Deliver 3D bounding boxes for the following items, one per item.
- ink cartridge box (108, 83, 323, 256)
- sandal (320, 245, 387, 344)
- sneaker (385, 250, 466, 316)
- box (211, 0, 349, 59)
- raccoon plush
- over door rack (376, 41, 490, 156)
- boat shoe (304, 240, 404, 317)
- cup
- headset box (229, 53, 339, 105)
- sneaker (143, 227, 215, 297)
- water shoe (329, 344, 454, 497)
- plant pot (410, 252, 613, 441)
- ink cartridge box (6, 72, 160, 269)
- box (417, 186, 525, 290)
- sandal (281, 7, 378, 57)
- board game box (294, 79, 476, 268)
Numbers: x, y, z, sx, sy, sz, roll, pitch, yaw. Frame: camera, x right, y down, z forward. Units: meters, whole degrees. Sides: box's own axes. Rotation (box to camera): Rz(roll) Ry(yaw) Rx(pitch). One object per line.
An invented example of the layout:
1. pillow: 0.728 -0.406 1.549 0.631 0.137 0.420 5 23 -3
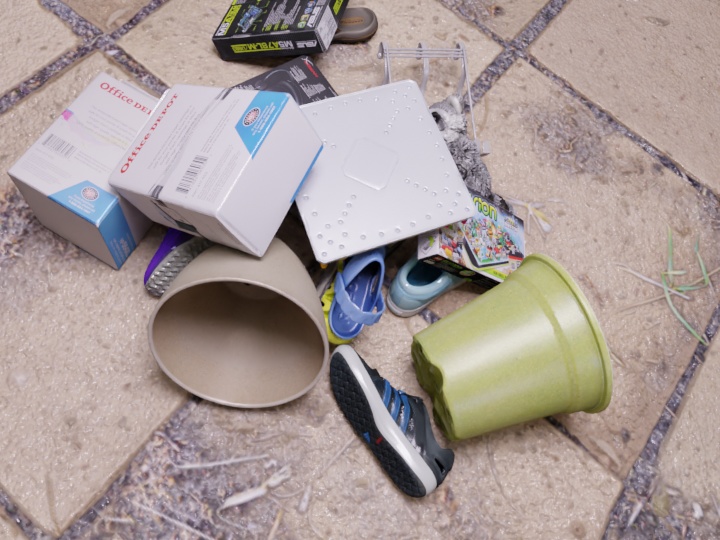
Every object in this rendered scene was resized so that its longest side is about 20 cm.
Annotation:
1. ink cartridge box: -0.160 -0.117 0.657 0.197 0.086 0.149 16 70 37
2. sandal: 0.006 -0.011 0.717 0.078 0.087 0.206 11 84 -25
3. sneaker: 0.120 -0.015 0.816 0.074 0.082 0.199 43 66 10
4. box: -0.111 -0.415 0.929 0.189 0.048 0.204 4 60 27
5. raccoon plush: 0.149 -0.156 0.861 0.198 0.095 0.138 24 67 -47
6. over door rack: 0.106 -0.258 0.934 0.144 0.067 0.205 -5 72 -13
7. boat shoe: 0.000 0.000 0.792 0.073 0.075 0.202 36 71 1
8. cup: -0.131 0.039 0.703 0.195 0.204 0.145 8 40 -6
9. headset box: -0.120 -0.198 0.858 0.198 0.075 0.150 -32 75 -22
10. sneaker: -0.212 -0.060 0.779 0.201 0.070 0.099 -49 52 -3
11. water shoe: 0.035 0.174 0.733 0.078 0.071 0.202 -25 78 -39
12. plant pot: 0.164 0.107 0.722 0.180 0.201 0.204 -20 70 -7
13. ink cartridge box: -0.311 -0.134 0.766 0.127 0.126 0.202 29 64 3
14. box: 0.151 -0.042 0.793 0.197 0.034 0.113 19 66 -41
15. sandal: -0.063 -0.399 0.969 0.195 0.055 0.084 -11 68 -10
16. board game box: 0.010 -0.120 0.709 0.195 0.026 0.204 -17 69 -13
